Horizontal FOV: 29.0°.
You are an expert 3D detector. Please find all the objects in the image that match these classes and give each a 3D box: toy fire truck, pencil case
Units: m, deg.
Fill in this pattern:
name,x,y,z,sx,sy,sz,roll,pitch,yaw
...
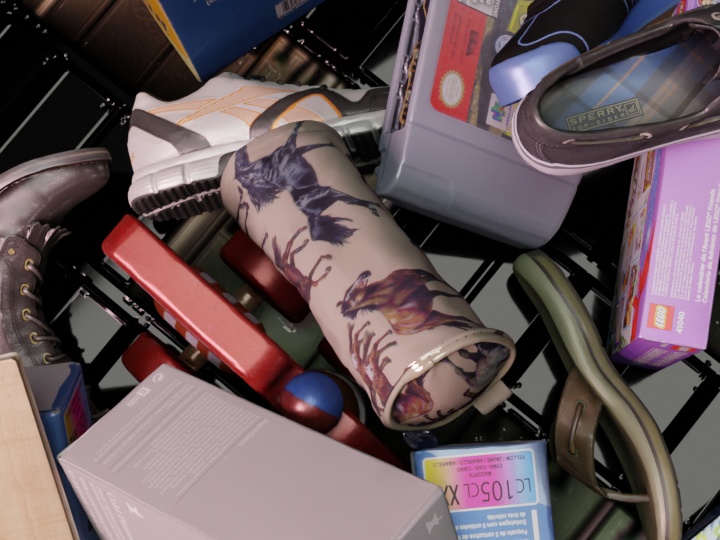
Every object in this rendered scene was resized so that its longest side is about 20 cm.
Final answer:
name,x,y,z,sx,sy,sz,roll,pitch,yaw
toy fire truck,-0.055,0.056,0.782,0.200,0.168,0.112,43,86,8
pencil case,0.000,0.000,0.750,0.078,0.089,0.200,-39,56,1

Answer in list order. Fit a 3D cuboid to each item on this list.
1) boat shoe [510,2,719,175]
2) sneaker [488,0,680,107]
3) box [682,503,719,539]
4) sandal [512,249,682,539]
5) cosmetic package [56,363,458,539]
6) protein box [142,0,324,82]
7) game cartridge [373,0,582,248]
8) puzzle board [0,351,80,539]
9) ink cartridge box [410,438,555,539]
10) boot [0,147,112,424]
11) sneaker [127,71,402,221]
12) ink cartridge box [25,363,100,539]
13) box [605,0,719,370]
name,x,y,z,sx,sy,sz,roll,pitch,yaw
boat shoe,0.173,-0.104,0.708,0.199,0.066,0.070,-16,81,1
sneaker,0.133,-0.167,0.815,0.200,0.070,0.078,-38,101,-34
box,0.237,0.245,0.803,0.137,0.040,0.200,-39,81,-3
sandal,0.130,0.084,0.816,0.057,0.080,0.201,-25,70,-4
cosmetic package,-0.045,0.134,0.695,0.200,0.107,0.090,20,51,42
protein box,-0.063,-0.243,0.812,0.198,0.200,0.135,-34,81,-3
game cartridge,0.086,-0.121,0.838,0.133,0.041,0.201,18,77,-31
puzzle board,-0.220,0.148,0.728,0.150,0.017,0.201,-12,107,6
ink cartridge box,0.073,0.197,0.769,0.076,0.136,0.201,-4,81,4
boot,-0.197,0.039,0.851,0.200,0.069,0.174,-35,87,1
sneaker,-0.050,-0.093,0.854,0.199,0.074,0.080,-12,72,-3
ink cartridge box,-0.211,0.163,0.788,0.136,0.076,0.201,-6,110,3
box,0.182,-0.048,0.802,0.039,0.137,0.201,9,82,4
